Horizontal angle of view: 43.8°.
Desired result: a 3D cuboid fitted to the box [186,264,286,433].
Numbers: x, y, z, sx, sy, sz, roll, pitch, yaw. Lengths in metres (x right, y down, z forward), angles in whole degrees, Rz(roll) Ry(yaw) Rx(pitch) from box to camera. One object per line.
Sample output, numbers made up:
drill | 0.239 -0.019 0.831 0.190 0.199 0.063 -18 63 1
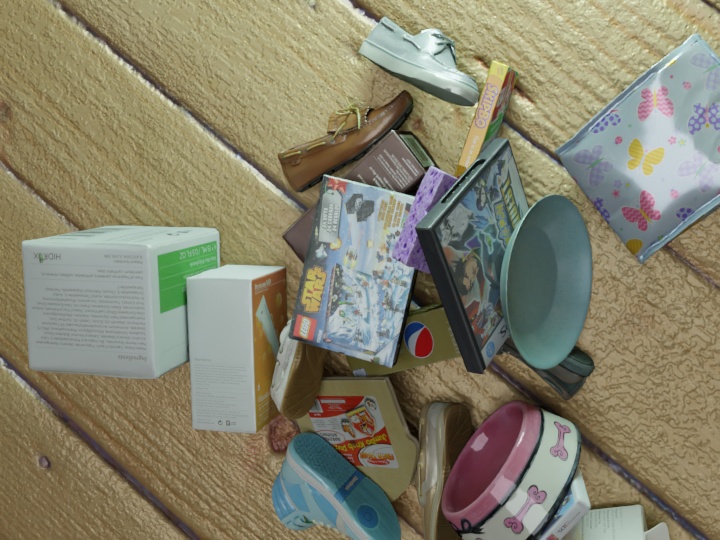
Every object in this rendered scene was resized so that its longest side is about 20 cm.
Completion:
box | -0.163 0.102 1.210 0.095 0.124 0.205 1 98 16

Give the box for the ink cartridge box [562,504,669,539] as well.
ink cartridge box | 0.286 0.382 1.101 0.196 0.125 0.131 -12 101 18

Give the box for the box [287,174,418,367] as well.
box | 0.000 0.000 1.076 0.134 0.040 0.204 15 96 11

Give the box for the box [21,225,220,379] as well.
box | -0.314 0.036 1.208 0.196 0.199 0.175 3 99 17

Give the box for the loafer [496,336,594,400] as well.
loafer | 0.194 0.095 1.128 0.198 0.072 0.064 29 111 9

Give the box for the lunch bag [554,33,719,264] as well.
lunch bag | 0.353 -0.137 1.018 0.200 0.127 0.170 -43 82 27

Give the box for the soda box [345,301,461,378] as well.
soda box | 0.070 0.084 1.128 0.198 0.067 0.065 -18 92 42

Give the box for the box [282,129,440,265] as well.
box | 0.002 -0.087 1.145 0.199 0.100 0.075 -40 85 18

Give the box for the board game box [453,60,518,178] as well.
board game box | 0.144 -0.150 1.094 0.030 0.095 0.203 23 104 13

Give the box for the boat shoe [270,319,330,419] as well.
boat shoe | -0.075 0.088 1.166 0.069 0.070 0.203 30 100 49

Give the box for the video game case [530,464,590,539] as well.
video game case | 0.199 0.290 1.084 0.023 0.200 0.183 36 107 -6

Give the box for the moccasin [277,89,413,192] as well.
moccasin | -0.021 -0.179 1.160 0.199 0.074 0.079 -27 97 28

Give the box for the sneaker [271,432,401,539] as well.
sneaker | -0.039 0.329 1.216 0.200 0.079 0.132 44 126 18

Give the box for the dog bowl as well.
dog bowl | 0.173 0.245 1.078 0.073 0.200 0.201 36 107 -6

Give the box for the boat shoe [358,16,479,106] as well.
boat shoe | 0.076 -0.260 1.084 0.200 0.070 0.072 37 101 41

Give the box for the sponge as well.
sponge | 0.125 -0.040 1.064 0.030 0.198 0.113 27 96 42

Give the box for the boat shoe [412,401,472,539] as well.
boat shoe | 0.104 0.272 1.182 0.069 0.073 0.205 7 93 49

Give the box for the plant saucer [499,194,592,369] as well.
plant saucer | 0.212 0.012 1.058 0.038 0.199 0.206 6 100 42

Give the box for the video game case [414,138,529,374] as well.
video game case | 0.147 -0.017 1.029 0.025 0.181 0.202 6 130 41

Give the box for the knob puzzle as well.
knob puzzle | 0.001 0.229 1.208 0.216 0.030 0.224 16 123 27
